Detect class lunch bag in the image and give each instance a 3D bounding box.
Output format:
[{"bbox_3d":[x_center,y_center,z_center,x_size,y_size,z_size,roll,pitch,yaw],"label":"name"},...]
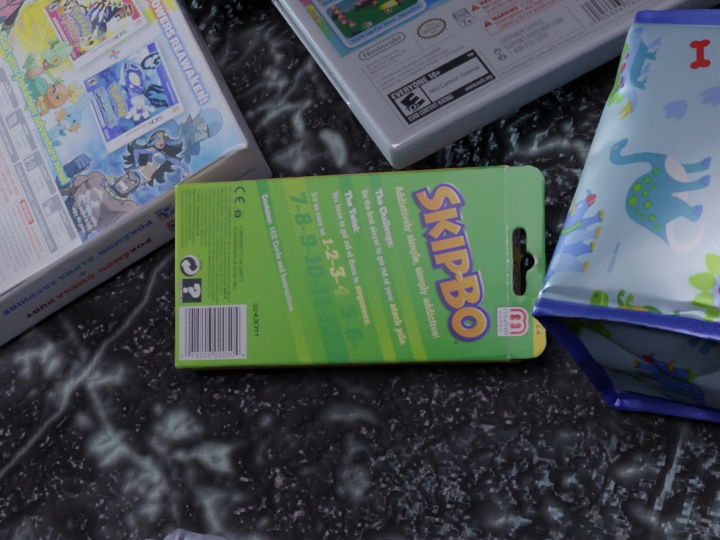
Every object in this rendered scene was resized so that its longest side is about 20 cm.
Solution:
[{"bbox_3d":[0.204,-0.019,0.992,0.199,0.127,0.171,4,65,35],"label":"lunch bag"}]

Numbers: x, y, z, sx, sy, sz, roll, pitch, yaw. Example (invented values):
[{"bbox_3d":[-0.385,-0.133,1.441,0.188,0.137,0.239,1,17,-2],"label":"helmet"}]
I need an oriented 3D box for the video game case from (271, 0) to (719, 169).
[{"bbox_3d":[0.059,-0.161,1.158,0.199,0.024,0.182,-28,56,-11],"label":"video game case"}]

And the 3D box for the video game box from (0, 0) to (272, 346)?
[{"bbox_3d":[-0.166,-0.085,1.225,0.182,0.047,0.201,-32,57,7],"label":"video game box"}]

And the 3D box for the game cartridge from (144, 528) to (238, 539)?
[{"bbox_3d":[0.013,0.162,0.970,0.199,0.133,0.041,8,74,27],"label":"game cartridge"}]

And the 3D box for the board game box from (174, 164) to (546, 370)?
[{"bbox_3d":[0.000,0.000,1.107,0.199,0.030,0.096,-2,84,24],"label":"board game box"}]
